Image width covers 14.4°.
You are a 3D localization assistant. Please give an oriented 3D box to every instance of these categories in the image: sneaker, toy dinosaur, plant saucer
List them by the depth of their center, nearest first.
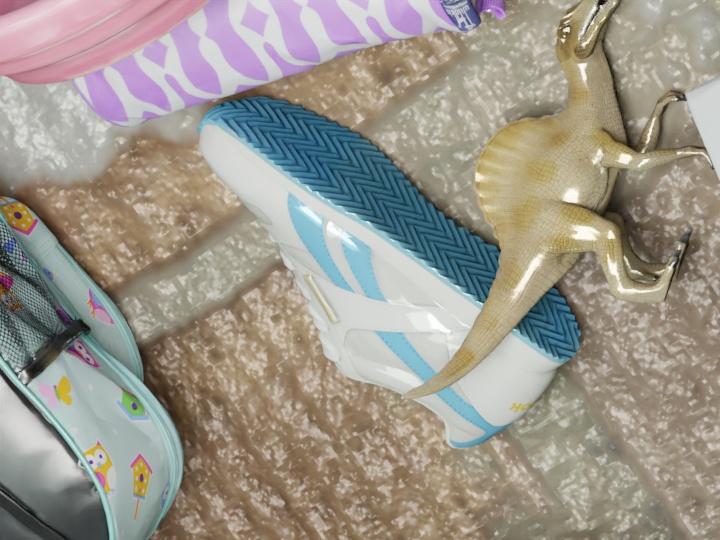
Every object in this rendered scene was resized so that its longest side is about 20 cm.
[{"bbox_3d":[-0.105,-0.147,1.214,0.200,0.201,0.051,-22,121,25],"label":"plant saucer"},{"bbox_3d":[0.093,-0.020,1.249,0.101,0.058,0.201,20,85,9],"label":"toy dinosaur"},{"bbox_3d":[0.000,0.000,1.293,0.200,0.077,0.081,40,119,4],"label":"sneaker"}]

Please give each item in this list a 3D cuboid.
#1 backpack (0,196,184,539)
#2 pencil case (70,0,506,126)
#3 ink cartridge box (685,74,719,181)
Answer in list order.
[{"bbox_3d":[-0.184,0.077,1.342,0.176,0.153,0.200,-39,88,27],"label":"backpack"},{"bbox_3d":[-0.037,-0.121,1.261,0.199,0.084,0.085,-12,150,23],"label":"pencil case"},{"bbox_3d":[0.249,-0.012,1.124,0.144,0.145,0.201,-29,76,29],"label":"ink cartridge box"}]
